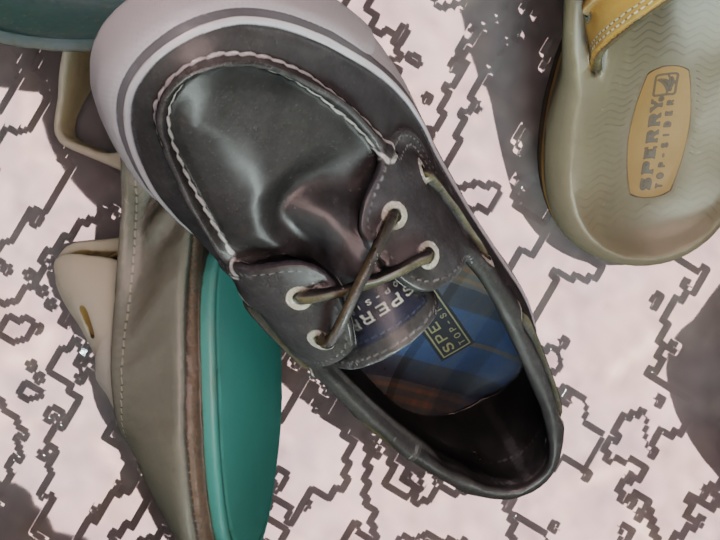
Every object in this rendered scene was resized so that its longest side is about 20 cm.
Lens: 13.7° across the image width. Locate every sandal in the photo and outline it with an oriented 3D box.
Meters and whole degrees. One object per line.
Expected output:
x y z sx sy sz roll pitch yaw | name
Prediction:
0.084 -0.075 0.793 0.080 0.054 0.201 -5 128 -7 | sandal

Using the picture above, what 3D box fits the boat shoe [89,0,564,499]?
0.000 0.000 0.768 0.070 0.066 0.200 -32 140 3 | boat shoe

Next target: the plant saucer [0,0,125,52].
-0.055 -0.143 0.794 0.199 0.036 0.201 -6 69 15 | plant saucer

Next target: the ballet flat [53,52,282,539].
-0.054 -0.018 0.825 0.063 0.067 0.201 2 89 19 | ballet flat
